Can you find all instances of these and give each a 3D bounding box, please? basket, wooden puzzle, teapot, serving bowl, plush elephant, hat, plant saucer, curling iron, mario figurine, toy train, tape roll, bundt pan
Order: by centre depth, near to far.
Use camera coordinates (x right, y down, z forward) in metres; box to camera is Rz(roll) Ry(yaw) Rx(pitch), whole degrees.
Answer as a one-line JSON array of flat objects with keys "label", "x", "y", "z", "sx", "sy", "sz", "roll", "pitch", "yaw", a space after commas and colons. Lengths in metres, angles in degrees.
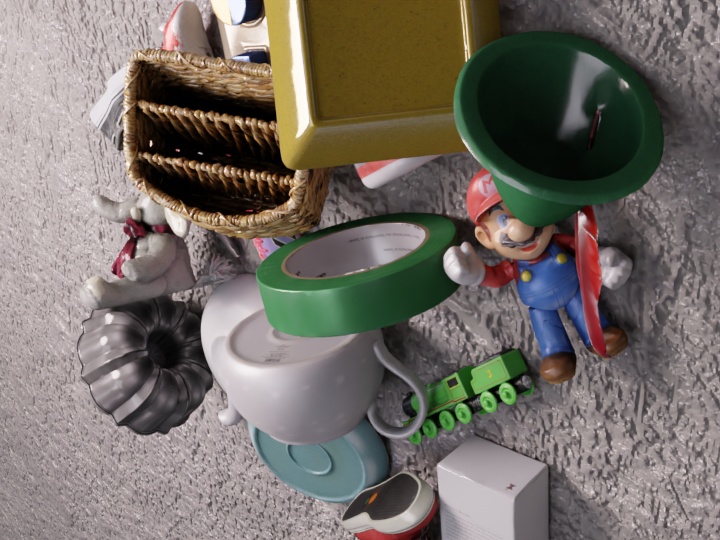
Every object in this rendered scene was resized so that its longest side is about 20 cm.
[{"label": "plant saucer", "x": 0.021, "y": -0.193, "z": 0.773, "sx": 0.048, "sy": 0.198, "sz": 0.202, "roll": -95, "pitch": -2, "yaw": -86}, {"label": "hat", "x": 0.145, "y": -0.064, "z": 0.779, "sx": 0.164, "sy": 0.202, "sz": 0.177, "roll": 5, "pitch": 146, "yaw": -2}, {"label": "mario figurine", "x": 0.155, "y": 0.000, "z": 0.823, "sx": 0.201, "sy": 0.123, "sz": 0.106, "roll": 60, "pitch": 151, "yaw": -6}, {"label": "tape roll", "x": 0.000, "y": 0.000, "z": 0.910, "sx": 0.199, "sy": 0.200, "sz": 0.049, "roll": 4, "pitch": 115, "yaw": 43}, {"label": "basket", "x": -0.137, "y": -0.118, "z": 0.935, "sx": 0.198, "sy": 0.149, "sz": 0.144, "roll": 12, "pitch": 79, "yaw": 13}, {"label": "wooden puzzle", "x": -0.091, "y": -0.242, "z": 0.979, "sx": 0.199, "sy": 0.046, "sz": 0.187, "roll": 10, "pitch": 119, "yaw": 41}, {"label": "toy train", "x": 0.107, "y": 0.135, "z": 1.004, "sx": 0.200, "sy": 0.041, "sz": 0.057, "roll": -35, "pitch": 77, "yaw": 49}, {"label": "teapot", "x": -0.053, "y": 0.127, "z": 1.051, "sx": 0.200, "sy": 0.196, "sz": 0.148, "roll": 34, "pitch": 141, "yaw": 60}, {"label": "plush elephant", "x": -0.264, "y": -0.044, "z": 1.163, "sx": 0.165, "sy": 0.198, "sz": 0.157, "roll": 174, "pitch": 84, "yaw": -78}, {"label": "curling iron", "x": -0.199, "y": -0.105, "z": 1.170, "sx": 0.025, "sy": 0.050, "sz": 0.201, "roll": -20, "pitch": 103, "yaw": 39}, {"label": "plant saucer", "x": -0.060, "y": 0.225, "z": 1.180, "sx": 0.198, "sy": 0.027, "sz": 0.202, "roll": 16, "pitch": 132, "yaw": 18}, {"label": "serving bowl", "x": -0.141, "y": 0.109, "z": 1.212, "sx": 0.199, "sy": 0.066, "sz": 0.202, "roll": 22, "pitch": 126, "yaw": 34}, {"label": "bundt pan", "x": -0.274, "y": 0.112, "z": 1.259, "sx": 0.075, "sy": 0.201, "sz": 0.203, "roll": -31, "pitch": 89, "yaw": 35}]

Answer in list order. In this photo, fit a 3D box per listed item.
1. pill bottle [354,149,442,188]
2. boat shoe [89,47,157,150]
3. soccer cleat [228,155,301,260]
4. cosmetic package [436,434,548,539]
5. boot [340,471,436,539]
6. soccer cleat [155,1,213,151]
[{"label": "pill bottle", "x": 0.013, "y": -0.187, "z": 0.855, "sx": 0.115, "sy": 0.115, "sz": 0.201, "roll": -22, "pitch": 96, "yaw": 48}, {"label": "boat shoe", "x": -0.277, "y": -0.210, "z": 1.174, "sx": 0.071, "sy": 0.072, "sz": 0.200, "roll": 54, "pitch": 149, "yaw": -6}, {"label": "soccer cleat", "x": -0.112, "y": -0.063, "z": 1.077, "sx": 0.066, "sy": 0.076, "sz": 0.202, "roll": 11, "pitch": 118, "yaw": 43}, {"label": "cosmetic package", "x": 0.146, "y": 0.294, "z": 1.027, "sx": 0.101, "sy": 0.071, "sz": 0.202, "roll": 17, "pitch": 124, "yaw": 39}, {"label": "boot", "x": 0.071, "y": 0.309, "z": 1.088, "sx": 0.144, "sy": 0.073, "sz": 0.200, "roll": 41, "pitch": 153, "yaw": -3}, {"label": "soccer cleat", "x": -0.182, "y": -0.207, "z": 1.080, "sx": 0.085, "sy": 0.069, "sz": 0.202, "roll": 21, "pitch": 128, "yaw": 21}]
